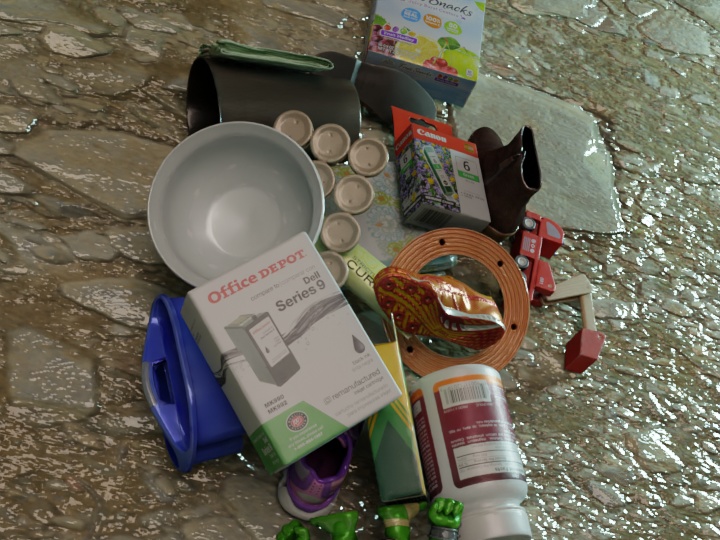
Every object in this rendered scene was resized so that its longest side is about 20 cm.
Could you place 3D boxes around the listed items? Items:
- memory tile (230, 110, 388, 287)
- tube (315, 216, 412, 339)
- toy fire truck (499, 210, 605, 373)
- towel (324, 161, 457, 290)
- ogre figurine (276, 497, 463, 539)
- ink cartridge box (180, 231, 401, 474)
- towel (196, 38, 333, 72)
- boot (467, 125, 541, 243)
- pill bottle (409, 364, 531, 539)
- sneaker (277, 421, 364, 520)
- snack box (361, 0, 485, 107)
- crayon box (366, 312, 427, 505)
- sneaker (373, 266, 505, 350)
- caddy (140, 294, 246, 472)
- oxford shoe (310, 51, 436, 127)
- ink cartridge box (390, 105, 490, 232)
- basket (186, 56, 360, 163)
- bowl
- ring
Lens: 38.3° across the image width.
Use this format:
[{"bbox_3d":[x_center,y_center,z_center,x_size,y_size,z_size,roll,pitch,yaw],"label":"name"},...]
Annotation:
[{"bbox_3d":[-0.062,-0.085,1.253,0.153,0.017,0.201,19,81,6],"label":"memory tile"},{"bbox_3d":[0.000,0.000,1.272,0.200,0.052,0.058,40,84,7],"label":"tube"},{"bbox_3d":[0.262,0.025,1.394,0.140,0.049,0.201,20,57,-6],"label":"toy fire truck"},{"bbox_3d":[0.016,-0.062,1.370,0.199,0.048,0.172,-6,61,-21],"label":"towel"},{"bbox_3d":[0.015,0.317,1.119,0.199,0.098,0.121,-4,73,-12],"label":"ogre figurine"},{"bbox_3d":[-0.075,0.084,1.067,0.146,0.084,0.201,-29,82,-21],"label":"ink cartridge box"},{"bbox_3d":[-0.133,-0.282,1.370,0.152,0.200,0.024,6,97,-17],"label":"towel"},{"bbox_3d":[0.199,-0.147,1.401,0.072,0.167,0.201,7,60,-14],"label":"boot"},{"bbox_3d":[0.129,0.221,1.204,0.114,0.114,0.201,-1,62,-18],"label":"pill bottle"},{"bbox_3d":[-0.033,0.182,1.191,0.080,0.089,0.201,19,56,-4],"label":"sneaker"},{"bbox_3d":[0.095,-0.358,1.548,0.168,0.068,0.201,14,57,-9],"label":"snack box"},{"bbox_3d":[0.033,0.161,1.177,0.051,0.126,0.201,-10,74,2],"label":"crayon box"},{"bbox_3d":[0.088,0.038,1.248,0.199,0.073,0.077,25,31,-36],"label":"sneaker"},{"bbox_3d":[-0.189,0.121,1.145,0.104,0.142,0.201,-6,63,-24],"label":"caddy"},{"bbox_3d":[0.018,-0.261,1.473,0.199,0.071,0.072,24,97,-18],"label":"oxford shoe"},{"bbox_3d":[0.105,-0.145,1.392,0.108,0.050,0.201,14,53,-27],"label":"ink cartridge box"},{"bbox_3d":[-0.112,-0.200,1.357,0.199,0.137,0.181,-1,38,-24],"label":"basket"},{"bbox_3d":[-0.138,-0.063,1.199,0.200,0.090,0.202,-1,79,3],"label":"bowl"},{"bbox_3d":[0.120,0.046,1.321,0.199,0.019,0.202,2,83,-12],"label":"ring"}]
